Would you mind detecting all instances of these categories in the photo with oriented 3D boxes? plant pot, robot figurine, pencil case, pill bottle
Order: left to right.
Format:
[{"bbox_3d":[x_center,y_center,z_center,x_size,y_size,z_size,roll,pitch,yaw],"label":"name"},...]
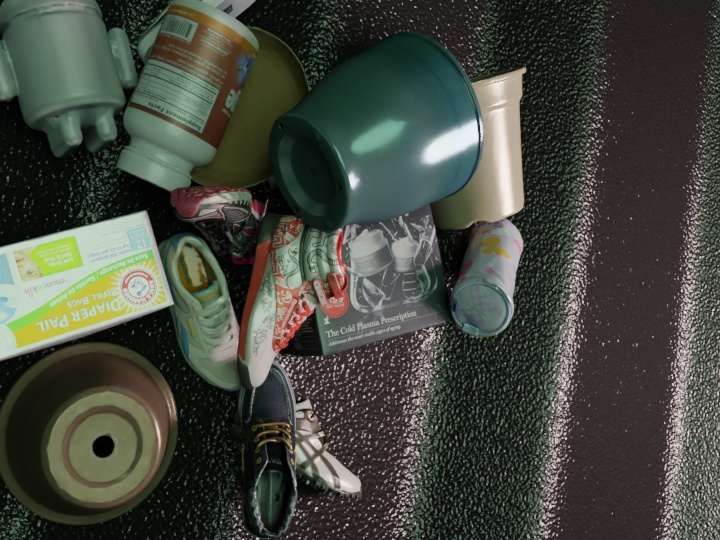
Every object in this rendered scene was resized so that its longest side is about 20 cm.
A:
[{"bbox_3d":[-0.333,-0.233,0.825,0.168,0.112,0.204,-16,92,-42],"label":"robot figurine"},{"bbox_3d":[-0.277,0.176,0.779,0.197,0.174,0.205,3,84,-26],"label":"plant pot"},{"bbox_3d":[-0.202,-0.193,0.848,0.111,0.112,0.203,23,89,-21],"label":"pill bottle"},{"bbox_3d":[-0.154,-0.198,0.911,0.196,0.027,0.205,-1,85,8],"label":"plant pot"},{"bbox_3d":[0.006,-0.143,0.836,0.187,0.199,0.203,-31,98,-34],"label":"plant pot"},{"bbox_3d":[0.145,-0.164,1.024,0.198,0.199,0.187,-20,105,-26],"label":"plant pot"},{"bbox_3d":[0.176,0.006,1.015,0.081,0.201,0.092,10,123,12],"label":"pencil case"}]

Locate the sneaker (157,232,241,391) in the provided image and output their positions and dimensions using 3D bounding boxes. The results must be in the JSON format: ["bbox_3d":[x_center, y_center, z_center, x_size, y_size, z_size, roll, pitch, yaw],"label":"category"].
[{"bbox_3d":[-0.186,0.053,0.887,0.076,0.080,0.203,-28,98,-27],"label":"sneaker"}]

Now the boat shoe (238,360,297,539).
[{"bbox_3d":[-0.099,0.197,0.838,0.069,0.091,0.205,2,74,-16],"label":"boat shoe"}]

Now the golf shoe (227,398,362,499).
[{"bbox_3d":[-0.066,0.216,0.931,0.199,0.077,0.096,35,71,-20],"label":"golf shoe"}]

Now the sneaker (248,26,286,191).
[{"bbox_3d":[-0.126,-0.203,0.946,0.117,0.074,0.203,-30,97,-22],"label":"sneaker"}]

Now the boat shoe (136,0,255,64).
[{"bbox_3d":[-0.209,-0.333,0.926,0.066,0.070,0.200,43,73,9],"label":"boat shoe"}]

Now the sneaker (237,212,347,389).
[{"bbox_3d":[-0.074,0.039,0.843,0.106,0.067,0.206,8,82,6],"label":"sneaker"}]

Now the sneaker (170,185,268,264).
[{"bbox_3d":[-0.154,-0.053,0.857,0.079,0.200,0.076,2,85,14],"label":"sneaker"}]

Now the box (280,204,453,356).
[{"bbox_3d":[0.000,0.000,0.969,0.197,0.104,0.186,-12,89,-26],"label":"box"}]

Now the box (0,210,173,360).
[{"bbox_3d":[-0.320,0.018,0.813,0.197,0.101,0.115,-19,93,-26],"label":"box"}]
